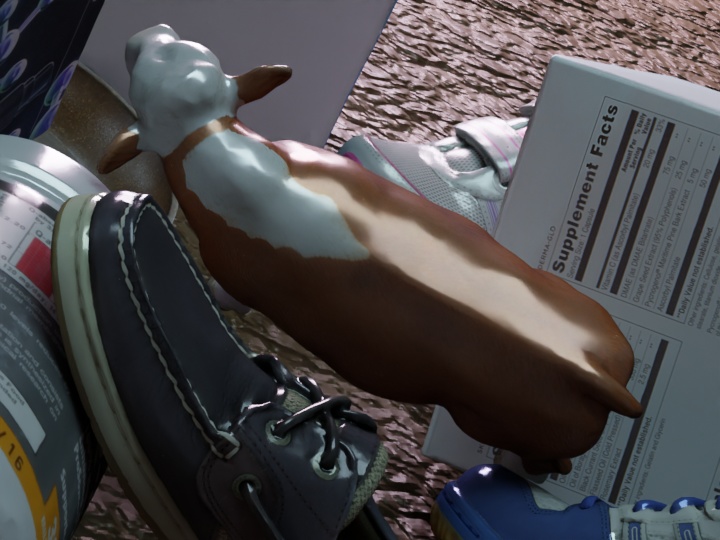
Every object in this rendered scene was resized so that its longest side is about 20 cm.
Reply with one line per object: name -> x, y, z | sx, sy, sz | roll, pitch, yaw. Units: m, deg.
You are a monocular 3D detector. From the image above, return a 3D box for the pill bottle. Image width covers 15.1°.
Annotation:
pill bottle -> -0.126, 0.038, 0.766 | 0.116, 0.116, 0.200 | 26, 23, -2

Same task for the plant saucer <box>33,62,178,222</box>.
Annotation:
plant saucer -> -0.165, -0.051, 1.010 | 0.200, 0.032, 0.200 | 21, 27, -11

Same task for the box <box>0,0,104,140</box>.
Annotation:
box -> -0.172, -0.086, 0.866 | 0.107, 0.148, 0.200 | 37, 41, 8

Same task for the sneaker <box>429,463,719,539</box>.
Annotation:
sneaker -> 0.114, 0.097, 0.822 | 0.200, 0.088, 0.075 | 29, 1, 31

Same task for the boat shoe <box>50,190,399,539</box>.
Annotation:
boat shoe -> -0.021, 0.061, 0.761 | 0.200, 0.065, 0.072 | 66, 20, -17

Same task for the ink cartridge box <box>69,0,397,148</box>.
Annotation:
ink cartridge box -> -0.054, -0.129, 1.180 | 0.128, 0.125, 0.200 | 25, 23, -4

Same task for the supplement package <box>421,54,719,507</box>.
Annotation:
supplement package -> 0.156, 0.027, 0.968 | 0.200, 0.151, 0.152 | 21, 9, 20

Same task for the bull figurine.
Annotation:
bull figurine -> 0.000, 0.000, 0.871 | 0.200, 0.065, 0.121 | 35, -9, 8

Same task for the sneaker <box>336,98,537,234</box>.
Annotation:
sneaker -> 0.074, -0.041, 1.180 | 0.200, 0.088, 0.081 | 6, 31, -39
